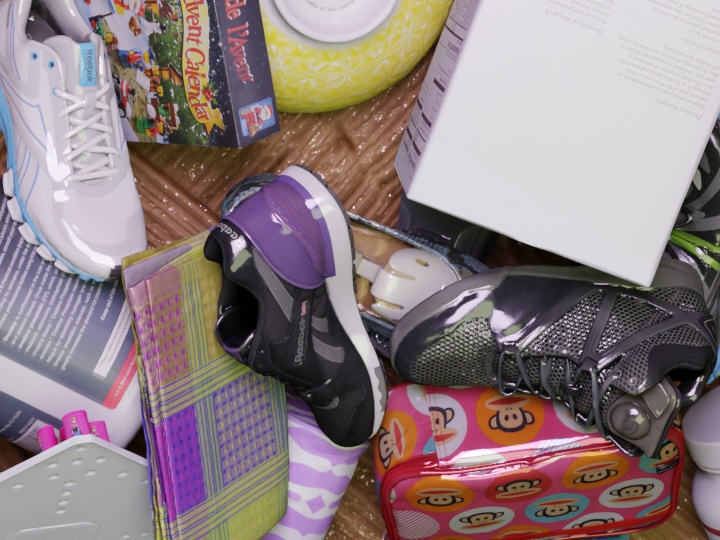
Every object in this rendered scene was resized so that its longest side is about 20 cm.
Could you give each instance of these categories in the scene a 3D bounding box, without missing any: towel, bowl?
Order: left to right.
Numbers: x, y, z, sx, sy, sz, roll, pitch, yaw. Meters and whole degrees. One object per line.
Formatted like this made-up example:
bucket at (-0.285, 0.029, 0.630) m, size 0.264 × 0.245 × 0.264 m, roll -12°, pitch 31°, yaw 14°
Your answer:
towel at (-0.088, 0.073, 1.181) m, size 0.023 × 0.144 × 0.201 m, roll 1°, pitch 106°, yaw 28°
bowl at (-0.024, -0.185, 1.202) m, size 0.199 × 0.108 × 0.201 m, roll -3°, pitch 105°, yaw -11°

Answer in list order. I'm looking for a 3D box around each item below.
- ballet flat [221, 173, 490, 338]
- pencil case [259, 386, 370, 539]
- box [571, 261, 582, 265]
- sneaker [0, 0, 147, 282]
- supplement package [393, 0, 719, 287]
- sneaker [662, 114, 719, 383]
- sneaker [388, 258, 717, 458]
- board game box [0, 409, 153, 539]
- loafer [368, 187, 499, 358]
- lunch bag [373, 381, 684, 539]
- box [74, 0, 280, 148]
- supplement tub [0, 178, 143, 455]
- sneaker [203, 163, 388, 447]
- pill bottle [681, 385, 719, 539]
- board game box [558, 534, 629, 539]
ballet flat at (0.000, 0.000, 1.240) m, size 0.199 × 0.074 × 0.074 m, roll 21°, pitch 101°, yaw 9°
pencil case at (-0.068, 0.173, 1.308) m, size 0.085 × 0.084 × 0.201 m, roll 27°, pitch 97°, yaw 4°
box at (0.242, -0.015, 1.339) m, size 0.199 × 0.044 × 0.161 m, roll -9°, pitch 107°, yaw -10°
sneaker at (-0.170, -0.089, 1.151) m, size 0.075 × 0.087 × 0.200 m, roll -11°, pitch 67°, yaw -34°
supplement package at (0.125, -0.120, 1.168) m, size 0.151 × 0.151 × 0.201 m, roll 20°, pitch 100°, yaw -6°
sneaker at (0.200, -0.019, 1.268) m, size 0.082 × 0.071 × 0.200 m, roll -3°, pitch 108°, yaw -17°
sneaker at (0.120, 0.056, 1.189) m, size 0.199 × 0.114 × 0.076 m, roll -4°, pitch 135°, yaw -8°
board game box at (-0.192, 0.157, 1.213) m, size 0.200 × 0.026 × 0.200 m, roll -26°, pitch 150°, yaw 18°
loafer at (0.061, -0.036, 1.296) m, size 0.072 × 0.063 × 0.201 m, roll 24°, pitch 95°, yaw 13°
lunch bag at (0.108, 0.128, 1.300) m, size 0.199 × 0.082 × 0.176 m, roll -8°, pitch 150°, yaw 1°
box at (-0.123, -0.175, 1.172) m, size 0.038 × 0.136 × 0.201 m, roll -26°, pitch 113°, yaw -43°
supplement tub at (-0.217, 0.023, 1.200) m, size 0.200 × 0.140 × 0.141 m, roll 29°, pitch 98°, yaw -18°
sneaker at (-0.047, 0.037, 1.182) m, size 0.087 × 0.076 × 0.200 m, roll -33°, pitch 131°, yaw -24°
pill bottle at (0.296, 0.174, 1.367) m, size 0.112 × 0.112 × 0.200 m, roll -29°, pitch 109°, yaw -3°
board game box at (0.146, 0.268, 1.315) m, size 0.047 × 0.200 × 0.152 m, roll 0°, pitch 106°, yaw 15°
